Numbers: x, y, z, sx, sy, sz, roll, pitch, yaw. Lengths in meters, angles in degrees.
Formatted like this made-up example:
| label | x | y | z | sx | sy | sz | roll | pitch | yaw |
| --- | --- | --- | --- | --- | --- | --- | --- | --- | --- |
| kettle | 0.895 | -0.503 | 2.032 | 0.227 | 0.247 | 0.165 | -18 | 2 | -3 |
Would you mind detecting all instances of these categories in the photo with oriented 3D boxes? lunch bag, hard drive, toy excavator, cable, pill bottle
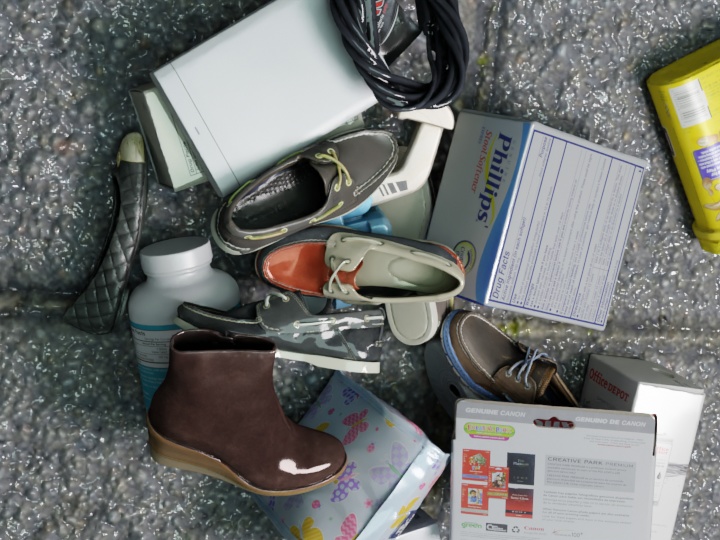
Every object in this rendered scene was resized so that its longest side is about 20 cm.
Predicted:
| label | x | y | z | sx | sy | sz | roll | pitch | yaw |
| --- | --- | --- | --- | --- | --- | --- | --- | --- | --- |
| lunch bag | -0.003 | 0.215 | 1.676 | 0.127 | 0.200 | 0.170 | 37 | 87 | -22 |
| hard drive | -0.078 | -0.176 | 1.567 | 0.199 | 0.027 | 0.132 | -33 | 104 | -13 |
| toy excavator | 0.003 | -0.066 | 1.659 | 0.199 | 0.100 | 0.196 | -13 | 107 | -8 |
| cable | 0.036 | -0.240 | 1.575 | 0.163 | 0.051 | 0.201 | 28 | 54 | -40 |
| pill bottle | -0.164 | 0.072 | 1.638 | 0.110 | 0.111 | 0.201 | -12 | 105 | -16 |

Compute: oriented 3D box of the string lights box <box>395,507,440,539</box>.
| label | x | y | z | sx | sy | sz | roll | pitch | yaw |
| --- | --- | --- | --- | --- | --- | --- | --- | --- | --- |
| string lights box | 0.056 | 0.349 | 1.776 | 0.059 | 0.103 | 0.201 | -15 | 105 | -17 |

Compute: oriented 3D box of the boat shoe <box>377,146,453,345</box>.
| label | x | y | z | sx | sy | sz | roll | pitch | yaw |
| --- | --- | --- | --- | --- | --- | --- | --- | --- | --- |
| boat shoe | 0.057 | -0.027 | 1.722 | 0.059 | 0.071 | 0.201 | -12 | 96 | -58 |

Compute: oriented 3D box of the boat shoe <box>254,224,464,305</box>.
| label | x | y | z | sx | sy | sz | roll | pitch | yaw |
| --- | --- | --- | --- | --- | --- | --- | --- | --- | --- |
| boat shoe | 0.000 | 0.000 | 1.584 | 0.199 | 0.063 | 0.072 | 4 | 108 | -4 |

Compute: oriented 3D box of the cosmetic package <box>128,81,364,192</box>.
| label | x | y | z | sx | sy | sz | roll | pitch | yaw |
| --- | --- | --- | --- | --- | --- | --- | --- | --- | --- |
| cosmetic package | -0.110 | -0.157 | 1.619 | 0.199 | 0.087 | 0.104 | -19 | 103 | -15 |

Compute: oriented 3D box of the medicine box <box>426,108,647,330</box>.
| label | x | y | z | sx | sy | sz | roll | pitch | yaw |
| --- | --- | --- | --- | --- | --- | --- | --- | --- | --- |
| medicine box | 0.175 | -0.049 | 1.695 | 0.199 | 0.103 | 0.183 | 13 | 93 | -44 |

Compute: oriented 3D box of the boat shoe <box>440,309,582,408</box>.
| label | x | y | z | sx | sy | sz | roll | pitch | yaw |
| --- | --- | --- | --- | --- | --- | --- | --- | --- | --- |
| boat shoe | 0.167 | 0.108 | 1.719 | 0.200 | 0.072 | 0.072 | 43 | 58 | -17 |

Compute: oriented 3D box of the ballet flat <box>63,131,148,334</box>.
| label | x | y | z | sx | sy | sz | roll | pitch | yaw |
| --- | --- | --- | --- | --- | --- | --- | --- | --- | --- |
| ballet flat | -0.239 | -0.035 | 1.614 | 0.056 | 0.066 | 0.201 | 11 | 96 | -11 |

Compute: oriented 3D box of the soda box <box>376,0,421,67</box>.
| label | x | y | z | sx | sy | sz | roll | pitch | yaw |
| --- | --- | --- | --- | --- | --- | --- | --- | --- | --- |
| soda box | -0.034 | -0.283 | 1.630 | 0.063 | 0.071 | 0.200 | -47 | 112 | -7 |

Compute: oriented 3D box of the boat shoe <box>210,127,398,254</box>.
| label | x | y | z | sx | sy | sz | roll | pitch | yaw |
| --- | --- | --- | --- | --- | --- | --- | --- | --- | --- |
| boat shoe | -0.044 | -0.077 | 1.560 | 0.201 | 0.061 | 0.072 | -31 | 89 | -17 |

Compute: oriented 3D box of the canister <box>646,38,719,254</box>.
| label | x | y | z | sx | sy | sz | roll | pitch | yaw |
| --- | --- | --- | --- | --- | --- | --- | --- | --- | --- |
| canister | 0.403 | -0.140 | 1.807 | 0.148 | 0.087 | 0.201 | -27 | 107 | -12 |

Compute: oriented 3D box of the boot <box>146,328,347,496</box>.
| label | x | y | z | sx | sy | sz | roll | pitch | yaw |
| --- | --- | --- | --- | --- | --- | --- | --- | --- | --- |
| boot | -0.093 | 0.129 | 1.539 | 0.199 | 0.073 | 0.167 | 7 | 135 | -14 |

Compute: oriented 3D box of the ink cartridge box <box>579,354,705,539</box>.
| label | x | y | z | sx | sy | sz | roll | pitch | yaw |
| --- | --- | --- | --- | --- | --- | --- | --- | --- | --- |
| ink cartridge box | 0.284 | 0.203 | 1.802 | 0.082 | 0.146 | 0.201 | 10 | 97 | -15 |

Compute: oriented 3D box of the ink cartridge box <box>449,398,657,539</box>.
| label | x | y | z | sx | sy | sz | roll | pitch | yaw |
| --- | --- | --- | --- | --- | --- | --- | --- | --- | --- |
| ink cartridge box | 0.192 | 0.191 | 1.665 | 0.199 | 0.084 | 0.177 | 4 | 117 | 9 |

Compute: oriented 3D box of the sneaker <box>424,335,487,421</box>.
| label | x | y | z | sx | sy | sz | roll | pitch | yaw |
| --- | --- | --- | --- | --- | --- | --- | --- | --- | --- |
| sneaker | 0.153 | 0.132 | 1.792 | 0.112 | 0.073 | 0.201 | -36 | 107 | -24 |

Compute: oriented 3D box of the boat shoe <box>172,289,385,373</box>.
| label | x | y | z | sx | sy | sz | roll | pitch | yaw |
| --- | --- | --- | --- | --- | --- | --- | --- | --- | --- |
| boat shoe | -0.074 | 0.048 | 1.564 | 0.199 | 0.072 | 0.068 | 10 | 94 | -10 |
